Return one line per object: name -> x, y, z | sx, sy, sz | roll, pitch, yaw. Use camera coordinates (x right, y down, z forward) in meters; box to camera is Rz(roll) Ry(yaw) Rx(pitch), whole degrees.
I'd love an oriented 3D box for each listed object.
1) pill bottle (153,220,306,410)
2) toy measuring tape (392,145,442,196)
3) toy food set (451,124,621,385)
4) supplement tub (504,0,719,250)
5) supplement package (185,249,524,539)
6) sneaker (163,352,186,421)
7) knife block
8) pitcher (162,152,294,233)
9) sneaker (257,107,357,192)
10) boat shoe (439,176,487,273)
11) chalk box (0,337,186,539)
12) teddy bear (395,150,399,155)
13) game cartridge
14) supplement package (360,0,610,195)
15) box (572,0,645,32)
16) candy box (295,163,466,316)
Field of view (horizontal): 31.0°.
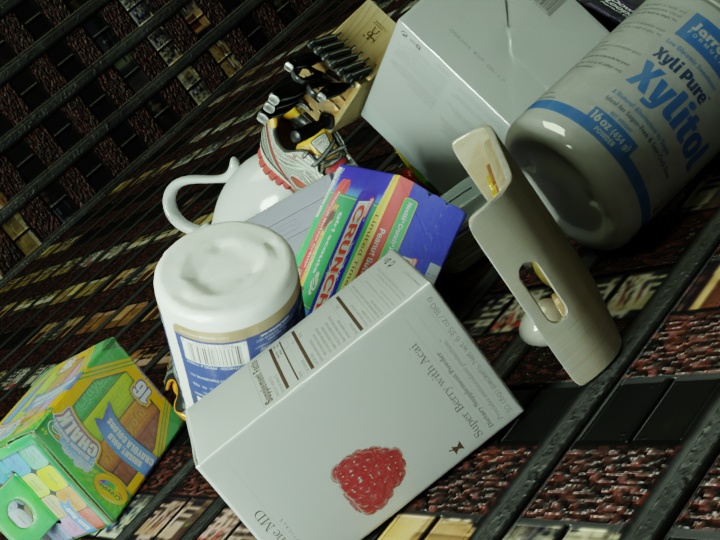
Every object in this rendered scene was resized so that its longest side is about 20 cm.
pill bottle -> -0.093, 0.068, 1.037 | 0.110, 0.201, 0.111 | -3, 44, 3
toy measuring tape -> 0.068, -0.138, 1.435 | 0.073, 0.074, 0.200 | -35, 45, 6
toy food set -> 0.115, -0.016, 0.940 | 0.060, 0.144, 0.200 | -33, 17, 11
supplement tub -> 0.224, -0.124, 1.032 | 0.200, 0.132, 0.132 | -43, 17, -16
supplement package -> -0.009, 0.101, 0.922 | 0.200, 0.122, 0.120 | -38, 17, -1
sneaker -> -0.173, 0.101, 1.358 | 0.077, 0.078, 0.200 | -47, 16, -2
knife block -> -0.029, -0.184, 1.339 | 0.176, 0.064, 0.200 | -45, -9, -9
pitcher -> -0.136, -0.071, 1.501 | 0.200, 0.172, 0.121 | -42, -2, 38
sneaker -> -0.038, -0.099, 1.358 | 0.078, 0.200, 0.082 | -36, -27, -28
boat shoe -> 0.141, -0.069, 1.175 | 0.199, 0.062, 0.072 | -31, 27, 23
chalk box -> -0.291, 0.186, 1.283 | 0.123, 0.125, 0.200 | -25, 21, 36
teddy bear -> 0.102, -0.175, 1.536 | 0.144, 0.067, 0.200 | -30, 18, 15
game cartridge -> -0.059, -0.010, 1.331 | 0.199, 0.130, 0.038 | -26, -7, 35
supplement package -> 0.118, -0.190, 1.281 | 0.151, 0.152, 0.200 | -43, -7, -21
box -> 0.268, -0.240, 1.239 | 0.036, 0.142, 0.200 | -67, 19, -3
candy box -> 0.000, 0.000, 1.155 | 0.170, 0.077, 0.200 | -65, 19, 0
